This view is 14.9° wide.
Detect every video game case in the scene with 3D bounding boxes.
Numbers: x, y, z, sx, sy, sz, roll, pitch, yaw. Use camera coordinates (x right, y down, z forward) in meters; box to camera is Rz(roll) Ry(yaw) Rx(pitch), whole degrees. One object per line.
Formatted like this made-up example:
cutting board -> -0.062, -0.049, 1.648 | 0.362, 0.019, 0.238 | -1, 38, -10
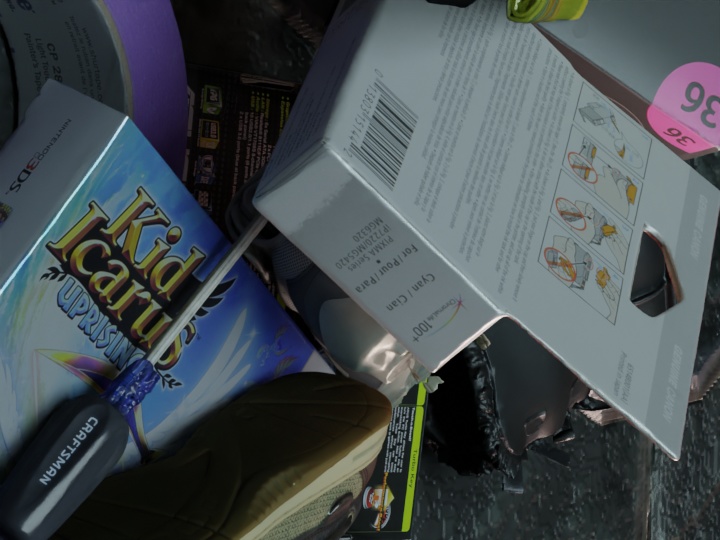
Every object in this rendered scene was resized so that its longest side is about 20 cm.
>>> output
video game case -> -0.107, 0.059, 1.009 | 0.181, 0.045, 0.200 | -56, 144, -14

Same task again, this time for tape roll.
tape roll -> -0.155, -0.055, 1.016 | 0.200, 0.066, 0.200 | -10, 103, -49

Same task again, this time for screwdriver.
screwdriver -> -0.064, 0.023, 0.980 | 0.200, 0.029, 0.028 | -48, 142, -24

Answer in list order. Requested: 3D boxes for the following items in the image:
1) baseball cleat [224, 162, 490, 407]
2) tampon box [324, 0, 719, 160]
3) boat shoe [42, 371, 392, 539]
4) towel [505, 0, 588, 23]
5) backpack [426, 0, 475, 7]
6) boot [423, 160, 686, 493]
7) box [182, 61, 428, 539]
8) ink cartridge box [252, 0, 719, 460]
baseball cleat -> 0.000, 0.000, 1.108 | 0.070, 0.106, 0.200 | -42, 173, -4
tampon box -> 0.106, -0.164, 1.222 | 0.150, 0.126, 0.200 | 31, 70, -20
boat shoe -> -0.059, 0.103, 0.997 | 0.201, 0.072, 0.066 | -31, 129, -44
towel -> 0.082, -0.134, 1.030 | 0.200, 0.018, 0.086 | -30, 143, -79
backpack -> 0.007, -0.224, 0.960 | 0.191, 0.154, 0.200 | -48, 132, -25
boot -> 0.081, -0.009, 1.300 | 0.162, 0.073, 0.199 | -27, 113, -38
box -> -0.041, 0.017, 1.174 | 0.193, 0.047, 0.200 | 5, 92, -51
ink cartridge box -> 0.055, -0.027, 1.047 | 0.176, 0.045, 0.200 | 42, 30, -13
